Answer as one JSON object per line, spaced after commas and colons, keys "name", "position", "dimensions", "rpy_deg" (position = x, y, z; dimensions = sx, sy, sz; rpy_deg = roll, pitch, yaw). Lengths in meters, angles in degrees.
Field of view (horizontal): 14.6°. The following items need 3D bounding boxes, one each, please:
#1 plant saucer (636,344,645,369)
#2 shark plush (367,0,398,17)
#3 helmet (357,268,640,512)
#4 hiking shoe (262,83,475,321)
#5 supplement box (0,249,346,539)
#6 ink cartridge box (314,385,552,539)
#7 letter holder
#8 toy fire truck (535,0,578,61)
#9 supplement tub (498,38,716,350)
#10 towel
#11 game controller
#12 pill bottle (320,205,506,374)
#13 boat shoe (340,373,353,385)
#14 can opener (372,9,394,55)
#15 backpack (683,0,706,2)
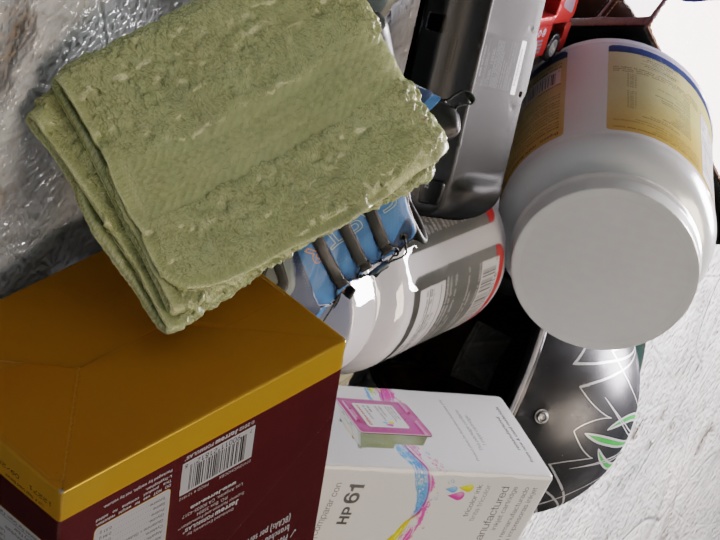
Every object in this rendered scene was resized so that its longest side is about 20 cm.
{"name": "plant saucer", "position": [0.154, 0.042, 2.106], "dimensions": [0.027, 0.200, 0.201], "rpy_deg": [6, 116, -25]}
{"name": "shark plush", "position": [-0.006, -0.190, 1.585], "dimensions": [0.083, 0.091, 0.200], "rpy_deg": [-34, 165, 7]}
{"name": "helmet", "position": [0.101, 0.077, 1.958], "dimensions": [0.200, 0.190, 0.200], "rpy_deg": [-50, 155, -33]}
{"name": "hiking shoe", "position": [-0.009, -0.016, 1.548], "dimensions": [0.074, 0.086, 0.201], "rpy_deg": [-75, -175, -73]}
{"name": "supplement box", "position": [-0.131, 0.114, 1.498], "dimensions": [0.197, 0.133, 0.201], "rpy_deg": [-27, 141, -37]}
{"name": "ink cartridge box", "position": [-0.008, 0.148, 1.696], "dimensions": [0.199, 0.085, 0.145], "rpy_deg": [6, 124, -32]}
{"name": "letter holder", "position": [0.237, -0.140, 2.036], "dimensions": [0.142, 0.100, 0.200], "rpy_deg": [-51, 126, -32]}
{"name": "toy fire truck", "position": [0.097, -0.203, 1.821], "dimensions": [0.200, 0.049, 0.141], "rpy_deg": [-18, 130, -62]}
{"name": "supplement tub", "position": [0.164, -0.051, 1.874], "dimensions": [0.200, 0.144, 0.145], "rpy_deg": [-80, -178, -58]}
{"name": "towel", "position": [-0.061, -0.073, 1.459], "dimensions": [0.200, 0.149, 0.036], "rpy_deg": [-32, -173, -23]}
{"name": "game controller", "position": [0.068, -0.129, 1.708], "dimensions": [0.104, 0.042, 0.201], "rpy_deg": [4, 102, -58]}
{"name": "pill bottle", "position": [0.000, 0.000, 1.745], "dimensions": [0.200, 0.114, 0.114], "rpy_deg": [-21, 134, -59]}
{"name": "boat shoe", "position": [-0.061, 0.093, 1.768], "dimensions": [0.200, 0.074, 0.069], "rpy_deg": [-24, 131, -59]}
{"name": "can opener", "position": [-0.015, -0.133, 1.593], "dimensions": [0.066, 0.053, 0.200], "rpy_deg": [-30, 149, -6]}
{"name": "backpack", "position": [0.216, -0.293, 1.843], "dimensions": [0.163, 0.167, 0.200], "rpy_deg": [-55, 125, -31]}
